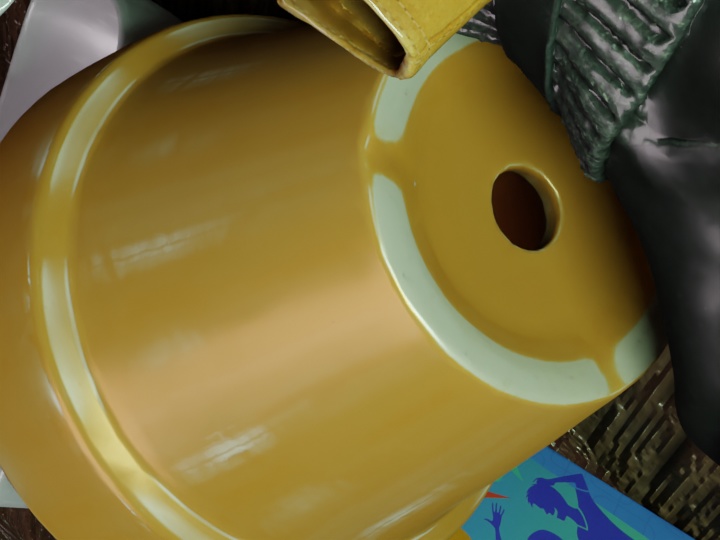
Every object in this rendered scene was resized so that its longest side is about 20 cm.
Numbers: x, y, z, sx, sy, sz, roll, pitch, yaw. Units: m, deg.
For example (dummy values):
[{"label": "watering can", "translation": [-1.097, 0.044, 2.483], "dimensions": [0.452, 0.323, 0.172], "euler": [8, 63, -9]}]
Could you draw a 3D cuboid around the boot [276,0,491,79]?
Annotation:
[{"label": "boot", "translation": [-0.017, -0.151, 0.623], "dimensions": [0.201, 0.144, 0.071], "euler": [45, 159, 9]}]

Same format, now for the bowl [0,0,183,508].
[{"label": "bowl", "translation": [-0.102, -0.010, 1.011], "dimensions": [0.074, 0.200, 0.200], "euler": [14, -174, -18]}]

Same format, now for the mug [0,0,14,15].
[{"label": "mug", "translation": [-0.211, -0.139, 0.993], "dimensions": [0.175, 0.147, 0.200], "euler": [31, 121, 59]}]

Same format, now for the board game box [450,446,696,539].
[{"label": "board game box", "translation": [0.019, 0.111, 0.955], "dimensions": [0.200, 0.152, 0.045], "euler": [31, 133, 0]}]

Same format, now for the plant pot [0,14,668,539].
[{"label": "plant pot", "translation": [0.000, 0.000, 0.829], "dimensions": [0.200, 0.200, 0.183], "euler": [52, 145, -12]}]

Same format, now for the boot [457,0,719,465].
[{"label": "boot", "translation": [0.078, -0.040, 0.722], "dimensions": [0.158, 0.079, 0.211], "euler": [29, 143, 26]}]
